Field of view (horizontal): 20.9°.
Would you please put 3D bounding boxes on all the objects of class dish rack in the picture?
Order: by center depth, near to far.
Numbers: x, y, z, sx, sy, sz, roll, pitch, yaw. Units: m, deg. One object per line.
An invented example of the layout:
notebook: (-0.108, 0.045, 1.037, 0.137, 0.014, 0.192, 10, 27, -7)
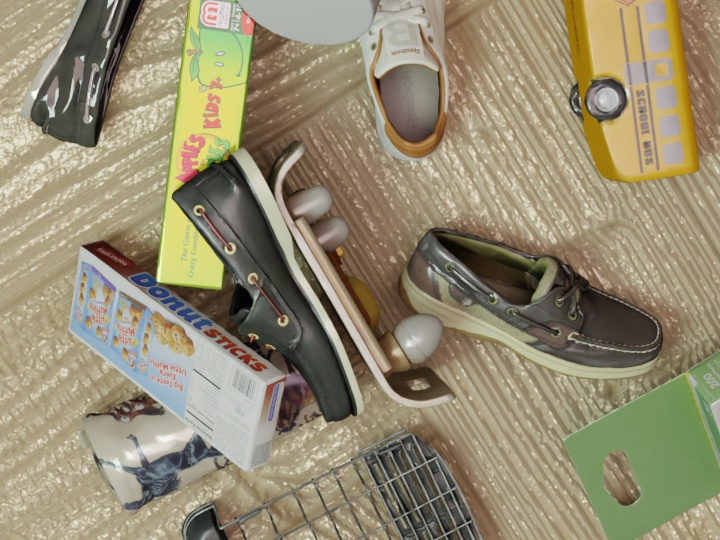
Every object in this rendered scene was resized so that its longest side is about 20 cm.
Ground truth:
dish rack: (-0.013, 0.211, 1.427, 0.199, 0.055, 0.154, -26, 99, -4)

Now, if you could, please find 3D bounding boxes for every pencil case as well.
pencil case: (-0.105, 0.098, 1.396, 0.199, 0.090, 0.078, -28, 126, -2)

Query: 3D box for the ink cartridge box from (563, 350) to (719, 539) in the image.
ink cartridge box: (0.260, 0.127, 1.413, 0.200, 0.048, 0.146, -31, 131, -4)

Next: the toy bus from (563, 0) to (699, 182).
toy bus: (0.188, -0.165, 1.403, 0.078, 0.065, 0.201, -9, 96, -5)

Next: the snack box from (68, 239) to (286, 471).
snack box: (-0.130, 0.056, 1.339, 0.024, 0.200, 0.072, -17, 129, -43)

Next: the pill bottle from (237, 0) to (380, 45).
pill bottle: (-0.013, -0.258, 1.311, 0.114, 0.114, 0.201, 19, 62, -7)

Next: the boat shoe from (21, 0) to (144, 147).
boat shoe: (-0.169, -0.180, 1.367, 0.057, 0.067, 0.200, 28, 99, 3)

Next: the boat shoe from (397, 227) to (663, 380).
boat shoe: (0.128, 0.023, 1.404, 0.199, 0.073, 0.065, 14, 133, -7)

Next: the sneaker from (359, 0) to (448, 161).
sneaker: (0.032, -0.178, 1.379, 0.073, 0.085, 0.201, -12, 94, -3)

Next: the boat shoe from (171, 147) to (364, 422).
boat shoe: (-0.060, 0.019, 1.304, 0.063, 0.074, 0.202, -31, 109, -10)

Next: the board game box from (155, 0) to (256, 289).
board game box: (-0.108, -0.093, 1.364, 0.047, 0.102, 0.201, 7, 95, -6)

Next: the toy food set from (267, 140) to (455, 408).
toy food set: (0.000, 0.000, 1.362, 0.060, 0.144, 0.200, -30, 97, -2)
